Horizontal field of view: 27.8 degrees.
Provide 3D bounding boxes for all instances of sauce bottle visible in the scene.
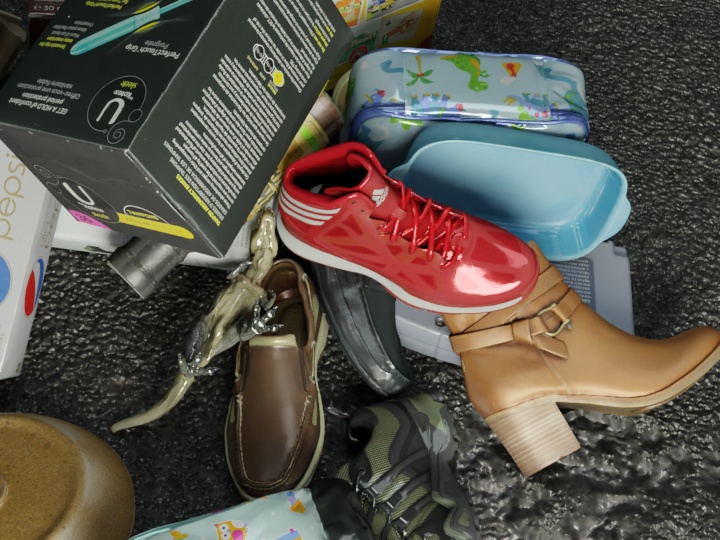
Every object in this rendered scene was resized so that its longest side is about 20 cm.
[{"bbox_3d":[-0.100,-0.062,1.068,0.200,0.065,0.065,-45,65,-5],"label":"sauce bottle"}]

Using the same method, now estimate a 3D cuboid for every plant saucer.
[{"bbox_3d":[-0.251,0.159,0.965,0.199,0.036,0.201,-3,40,2],"label":"plant saucer"}]

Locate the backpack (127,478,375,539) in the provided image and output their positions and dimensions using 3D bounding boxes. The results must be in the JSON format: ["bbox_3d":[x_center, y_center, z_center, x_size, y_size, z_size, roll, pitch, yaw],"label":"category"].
[{"bbox_3d":[-0.081,0.218,0.917,0.199,0.127,0.167,-13,57,-16],"label":"backpack"}]

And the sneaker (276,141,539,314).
[{"bbox_3d":[0.032,-0.028,1.033,0.199,0.116,0.079,11,73,5],"label":"sneaker"}]

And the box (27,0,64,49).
[{"bbox_3d":[-0.253,-0.272,1.337,0.100,0.075,0.201,-2,49,-11],"label":"box"}]

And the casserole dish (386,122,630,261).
[{"bbox_3d":[0.113,-0.065,1.142,0.199,0.121,0.039,7,49,-12],"label":"casserole dish"}]

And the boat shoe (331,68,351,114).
[{"bbox_3d":[0.073,-0.142,1.266,0.200,0.074,0.063,3,25,-26],"label":"boat shoe"}]

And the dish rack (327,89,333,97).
[{"bbox_3d":[-0.109,-0.138,1.267,0.171,0.044,0.200,19,50,7],"label":"dish rack"}]

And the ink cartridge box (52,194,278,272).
[{"bbox_3d":[-0.162,-0.083,1.141,0.199,0.083,0.147,8,84,0],"label":"ink cartridge box"}]

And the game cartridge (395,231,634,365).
[{"bbox_3d":[0.121,0.022,1.178,0.199,0.041,0.134,8,46,-3],"label":"game cartridge"}]

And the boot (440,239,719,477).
[{"bbox_3d":[0.167,0.044,1.098,0.199,0.074,0.155,-26,80,-14],"label":"boot"}]

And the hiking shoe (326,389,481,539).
[{"bbox_3d":[0.027,0.173,1.019,0.100,0.076,0.200,-6,42,-4],"label":"hiking shoe"}]

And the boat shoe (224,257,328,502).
[{"bbox_3d":[-0.066,0.075,1.066,0.074,0.075,0.203,-6,46,7],"label":"boat shoe"}]

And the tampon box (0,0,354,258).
[{"bbox_3d":[-0.128,-0.133,1.005,0.149,0.126,0.201,14,65,37],"label":"tampon box"}]

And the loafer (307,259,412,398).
[{"bbox_3d":[0.000,0.000,1.114,0.070,0.068,0.201,-27,67,12],"label":"loafer"}]

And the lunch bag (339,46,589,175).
[{"bbox_3d":[0.083,-0.104,1.197,0.199,0.161,0.083,2,58,-7],"label":"lunch bag"}]

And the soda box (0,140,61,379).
[{"bbox_3d":[-0.263,-0.025,1.060,0.068,0.064,0.201,14,89,1],"label":"soda box"}]

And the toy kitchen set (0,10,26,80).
[{"bbox_3d":[-0.297,-0.137,1.166,0.180,0.200,0.163,41,14,23],"label":"toy kitchen set"}]

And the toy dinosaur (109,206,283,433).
[{"bbox_3d":[-0.104,0.046,1.042,0.047,0.088,0.200,40,81,-18],"label":"toy dinosaur"}]

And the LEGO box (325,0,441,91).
[{"bbox_3d":[-0.026,-0.234,1.238,0.199,0.149,0.077,-24,58,-28],"label":"LEGO box"}]
